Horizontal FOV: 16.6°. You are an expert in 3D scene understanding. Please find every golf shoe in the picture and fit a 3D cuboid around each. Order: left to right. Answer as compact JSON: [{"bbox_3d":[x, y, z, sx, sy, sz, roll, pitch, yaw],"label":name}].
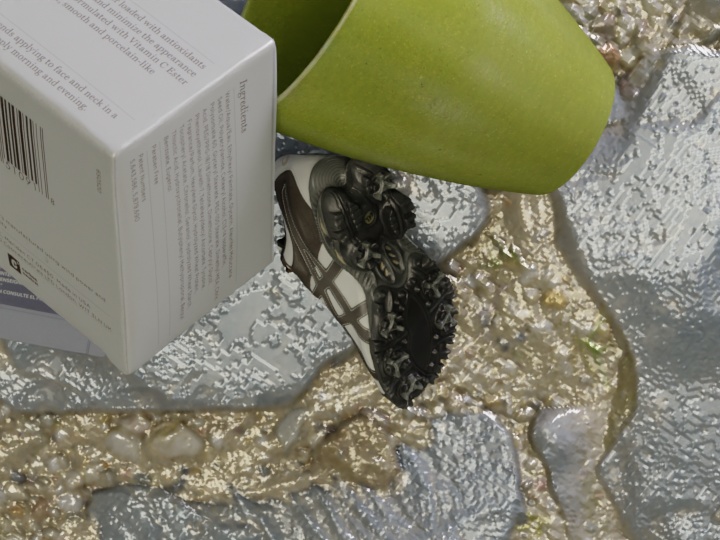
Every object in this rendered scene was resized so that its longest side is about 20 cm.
[{"bbox_3d":[0.000,0.000,1.598,0.078,0.094,0.201,-41,132,-28],"label":"golf shoe"}]

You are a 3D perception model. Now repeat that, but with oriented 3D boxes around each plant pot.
[{"bbox_3d":[0.050,-0.132,1.505,0.199,0.187,0.188,27,108,-22],"label":"plant pot"}]

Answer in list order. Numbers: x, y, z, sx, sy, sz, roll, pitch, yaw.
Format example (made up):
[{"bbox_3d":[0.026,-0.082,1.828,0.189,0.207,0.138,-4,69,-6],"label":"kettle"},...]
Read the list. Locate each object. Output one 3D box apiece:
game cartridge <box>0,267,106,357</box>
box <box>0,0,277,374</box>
[{"bbox_3d":[-0.224,-0.021,1.609,0.199,0.041,0.134,11,112,-2],"label":"game cartridge"},{"bbox_3d":[-0.160,-0.085,1.453,0.199,0.131,0.201,37,148,26],"label":"box"}]
